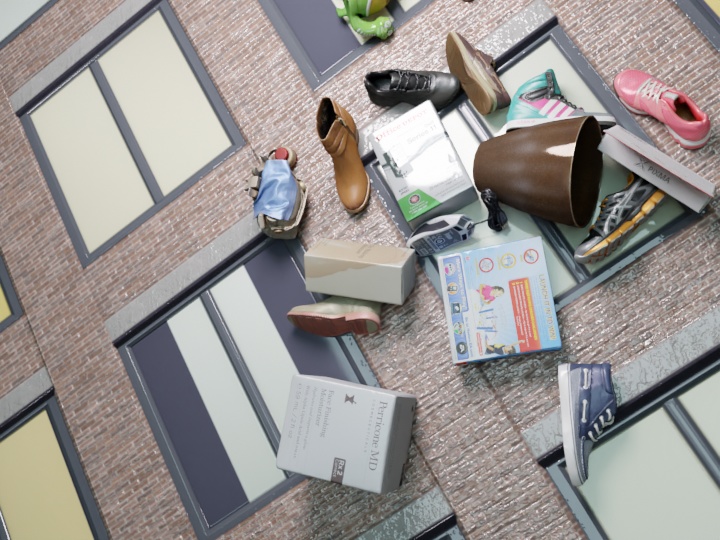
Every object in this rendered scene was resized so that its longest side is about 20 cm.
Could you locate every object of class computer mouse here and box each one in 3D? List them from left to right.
[{"bbox_3d":[0.174,-0.085,1.315,0.197,0.110,0.045,-20,56,22],"label":"computer mouse"}]

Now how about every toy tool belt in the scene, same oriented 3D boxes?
[{"bbox_3d":[-0.172,-0.170,1.423,0.122,0.123,0.204,-1,78,17],"label":"toy tool belt"}]

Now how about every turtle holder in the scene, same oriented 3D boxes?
[{"bbox_3d":[0.010,-0.584,1.442,0.129,0.142,0.189,-14,65,-3],"label":"turtle holder"}]

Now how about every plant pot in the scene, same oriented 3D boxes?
[{"bbox_3d":[0.307,-0.179,1.254,0.197,0.186,0.191,8,81,33],"label":"plant pot"}]

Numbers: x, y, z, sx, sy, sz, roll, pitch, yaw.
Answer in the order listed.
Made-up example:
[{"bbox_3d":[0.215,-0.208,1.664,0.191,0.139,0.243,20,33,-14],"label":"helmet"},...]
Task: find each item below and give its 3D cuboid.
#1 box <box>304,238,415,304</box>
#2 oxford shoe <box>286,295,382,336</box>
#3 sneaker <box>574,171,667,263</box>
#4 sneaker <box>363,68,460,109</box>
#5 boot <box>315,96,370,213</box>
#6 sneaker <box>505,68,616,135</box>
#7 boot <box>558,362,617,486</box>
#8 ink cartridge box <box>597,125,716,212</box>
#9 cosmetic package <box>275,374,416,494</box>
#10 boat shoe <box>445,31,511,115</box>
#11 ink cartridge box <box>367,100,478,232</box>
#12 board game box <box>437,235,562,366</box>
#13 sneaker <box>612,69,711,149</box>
[{"bbox_3d":[0.000,0.000,1.337,0.196,0.095,0.079,7,115,18],"label":"box"},{"bbox_3d":[-0.048,0.081,1.373,0.196,0.071,0.075,1,54,19],"label":"oxford shoe"},{"bbox_3d":[0.444,-0.090,1.235,0.199,0.078,0.077,-41,70,-5],"label":"sneaker"},{"bbox_3d":[0.098,-0.363,1.391,0.196,0.091,0.078,1,86,18],"label":"sneaker"},{"bbox_3d":[-0.036,-0.226,1.373,0.075,0.155,0.205,-3,78,16],"label":"boot"},{"bbox_3d":[0.369,-0.310,1.301,0.196,0.084,0.123,2,79,9],"label":"sneaker"},{"bbox_3d":[0.386,0.255,1.180,0.089,0.073,0.204,-7,76,22],"label":"boot"},{"bbox_3d":[0.490,-0.169,1.171,0.199,0.176,0.045,37,117,16],"label":"ink cartridge box"},{"bbox_3d":[-0.020,0.287,1.258,0.196,0.165,0.168,7,82,19],"label":"cosmetic package"},{"bbox_3d":[0.231,-0.390,1.375,0.071,0.073,0.202,-16,60,-17],"label":"boat shoe"},{"bbox_3d":[0.119,-0.201,1.356,0.145,0.083,0.203,-28,71,10],"label":"ink cartridge box"},{"bbox_3d":[0.250,0.058,1.275,0.192,0.056,0.204,-11,76,15],"label":"board game box"},{"bbox_3d":[0.536,-0.302,1.238,0.200,0.087,0.074,43,92,21],"label":"sneaker"}]
